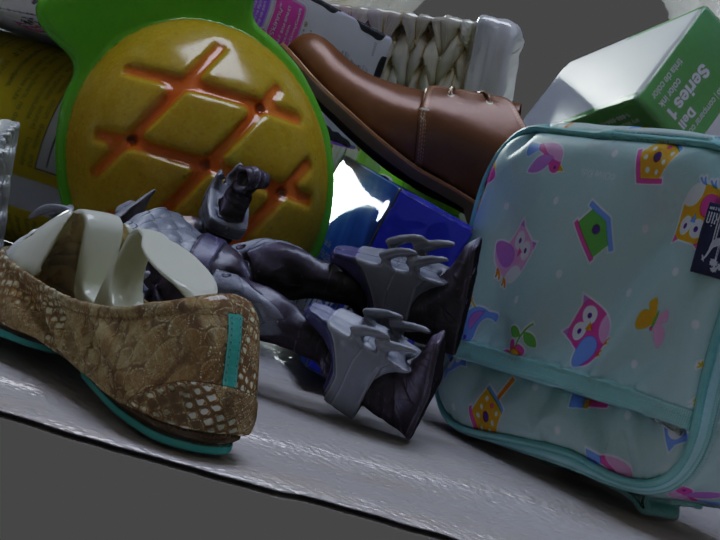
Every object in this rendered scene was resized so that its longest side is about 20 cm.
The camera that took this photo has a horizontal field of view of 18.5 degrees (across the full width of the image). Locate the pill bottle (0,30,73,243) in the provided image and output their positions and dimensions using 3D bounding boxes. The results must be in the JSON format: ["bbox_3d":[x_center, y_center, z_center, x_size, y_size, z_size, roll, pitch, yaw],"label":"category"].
[{"bbox_3d":[-0.145,-0.058,1.206,0.199,0.112,0.111,19,5,17],"label":"pill bottle"}]

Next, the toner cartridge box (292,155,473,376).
[{"bbox_3d":[0.000,0.000,1.106,0.043,0.095,0.200,29,2,-10],"label":"toner cartridge box"}]

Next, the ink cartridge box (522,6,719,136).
[{"bbox_3d":[0.205,-0.042,1.299,0.200,0.084,0.145,46,-27,-14],"label":"ink cartridge box"}]

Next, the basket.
[{"bbox_3d":[0.022,-0.062,1.349,0.123,0.201,0.136,11,4,5],"label":"basket"}]

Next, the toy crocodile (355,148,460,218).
[{"bbox_3d":[0.043,-0.001,1.212,0.062,0.068,0.200,-5,46,-33],"label":"toy crocodile"}]

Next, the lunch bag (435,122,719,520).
[{"bbox_3d":[0.119,0.021,0.972,0.077,0.161,0.200,19,-3,-33],"label":"lunch bag"}]

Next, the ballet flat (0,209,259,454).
[{"bbox_3d":[-0.095,0.012,0.851,0.070,0.066,0.200,12,6,-40],"label":"ballet flat"}]

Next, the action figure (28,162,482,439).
[{"bbox_3d":[-0.053,0.002,0.970,0.199,0.070,0.130,16,39,9],"label":"action figure"}]

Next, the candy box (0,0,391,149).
[{"bbox_3d":[-0.111,-0.142,1.231,0.167,0.072,0.200,16,-4,42],"label":"candy box"}]

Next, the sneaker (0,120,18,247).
[{"bbox_3d":[-0.222,-0.046,1.041,0.099,0.070,0.200,7,5,-19],"label":"sneaker"}]

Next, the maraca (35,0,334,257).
[{"bbox_3d":[-0.086,-0.072,1.084,0.136,0.201,0.107,-15,4,-13],"label":"maraca"}]

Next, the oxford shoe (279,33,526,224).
[{"bbox_3d":[0.045,-0.072,1.164,0.200,0.071,0.071,35,3,1],"label":"oxford shoe"}]
